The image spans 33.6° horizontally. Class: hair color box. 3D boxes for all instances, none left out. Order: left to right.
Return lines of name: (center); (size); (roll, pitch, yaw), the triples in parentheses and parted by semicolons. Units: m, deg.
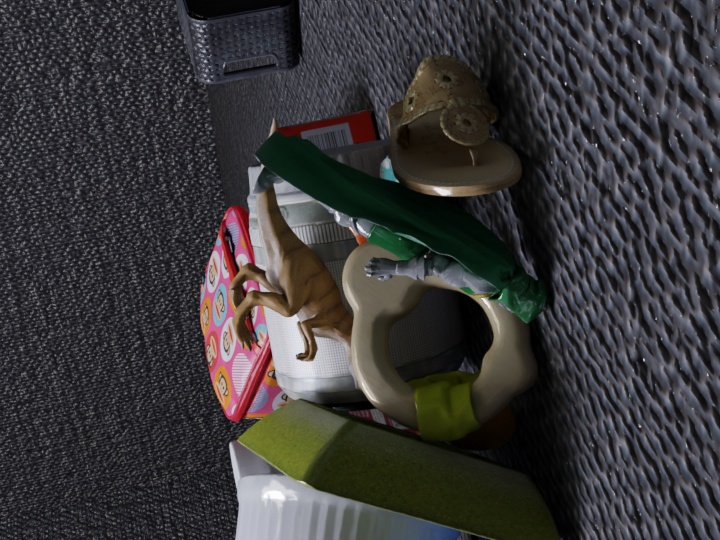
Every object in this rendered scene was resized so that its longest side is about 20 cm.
hair color box: (-0.045, -0.106, 1.243); (0.200, 0.101, 0.062); (137, 120, -78)

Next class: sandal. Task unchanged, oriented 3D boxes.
sandal: (0.049, -0.109, 0.792); (0.212, 0.077, 0.070); (-113, 11, -70)

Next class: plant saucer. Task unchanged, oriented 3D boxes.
plant saucer: (0.028, 0.141, 0.865); (0.200, 0.198, 0.048); (-178, 106, -72)

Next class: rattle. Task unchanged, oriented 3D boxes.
rattle: (0.050, 0.025, 0.862); (0.201, 0.130, 0.143); (53, -159, 21)

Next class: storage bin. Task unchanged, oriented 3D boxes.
storage bin: (-0.163, -0.339, 1.529); (0.201, 0.134, 0.094); (-112, 14, -45)

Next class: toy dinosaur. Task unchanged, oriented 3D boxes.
toy dinosaur: (-0.052, 0.000, 0.876); (0.201, 0.106, 0.060); (60, -170, -8)

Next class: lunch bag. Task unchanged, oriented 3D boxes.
lunch bag: (-0.098, 0.035, 1.201); (0.177, 0.081, 0.201); (-64, 33, 36)

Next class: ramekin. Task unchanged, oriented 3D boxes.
ramekin: (-0.016, 0.244, 1.019); (0.201, 0.198, 0.099); (108, 172, -70)

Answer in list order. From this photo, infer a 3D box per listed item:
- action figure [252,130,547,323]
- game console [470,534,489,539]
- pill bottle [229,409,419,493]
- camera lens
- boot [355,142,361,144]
action figure: (0.030, -0.024, 0.766); (0.055, 0.199, 0.118); (-64, -8, 20)
game console: (0.084, 0.286, 0.952); (0.117, 0.176, 0.200); (49, 168, 1)
pill bottle: (-0.023, 0.191, 1.176); (0.110, 0.198, 0.111); (169, 90, -80)
camera lens: (-0.003, 0.002, 0.965); (0.160, 0.158, 0.202); (-152, 51, -77)
boot: (0.000, -0.001, 1.132); (0.200, 0.065, 0.166); (119, 145, -58)
